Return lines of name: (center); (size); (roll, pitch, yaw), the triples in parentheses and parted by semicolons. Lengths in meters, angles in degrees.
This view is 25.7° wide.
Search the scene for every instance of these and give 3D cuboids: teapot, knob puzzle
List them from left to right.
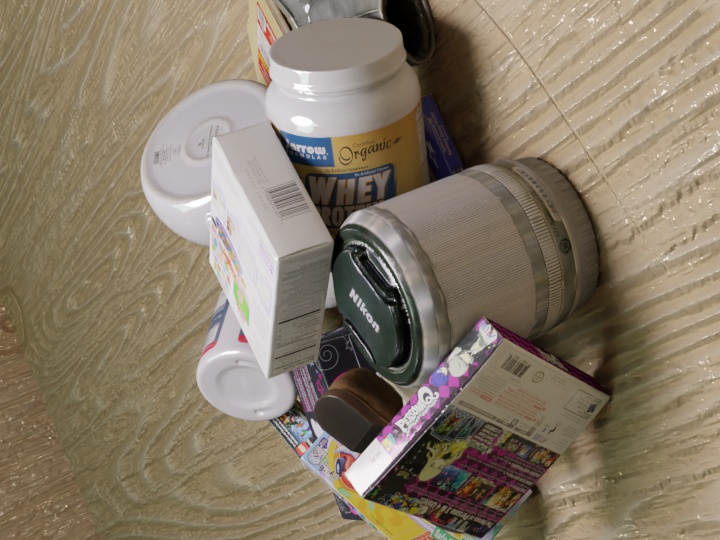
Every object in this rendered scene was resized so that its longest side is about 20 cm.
teapot: (-0.130, -0.094, 1.696); (0.197, 0.200, 0.146); (30, 163, 42)
knob puzzle: (-0.078, -0.206, 1.745); (0.220, 0.030, 0.222); (161, 90, -75)

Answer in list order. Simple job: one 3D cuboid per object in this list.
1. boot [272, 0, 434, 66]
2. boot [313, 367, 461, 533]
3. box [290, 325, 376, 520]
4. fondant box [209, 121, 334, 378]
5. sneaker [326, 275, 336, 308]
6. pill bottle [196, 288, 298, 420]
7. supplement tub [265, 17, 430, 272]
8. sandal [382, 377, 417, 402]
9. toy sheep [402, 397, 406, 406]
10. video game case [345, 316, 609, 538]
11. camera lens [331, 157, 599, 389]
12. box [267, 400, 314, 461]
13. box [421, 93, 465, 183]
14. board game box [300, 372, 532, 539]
boot: (-0.018, -0.270, 1.528); (0.183, 0.072, 0.200); (59, 164, -11)
boot: (0.050, 0.174, 1.563); (0.200, 0.075, 0.074); (44, 131, -1)
box: (0.019, 0.154, 1.713); (0.115, 0.131, 0.202); (-16, 94, 69)
fondant box: (-0.085, -0.016, 1.440); (0.145, 0.058, 0.201); (61, 158, 28)
sneaker: (-0.078, -0.040, 1.812); (0.201, 0.088, 0.076); (55, 154, 28)
pill bottle: (-0.112, 0.063, 1.833); (0.120, 0.118, 0.201); (96, -175, -45)
supplement tub: (-0.011, -0.115, 1.449); (0.144, 0.144, 0.202); (35, 141, 50)
sandal: (0.041, 0.072, 1.478); (0.054, 0.081, 0.200); (32, -177, -32)
toy sheep: (0.107, 0.126, 1.516); (0.199, 0.137, 0.139); (-1, 109, 46)
video game case: (0.106, 0.142, 1.364); (0.199, 0.182, 0.036); (27, -163, -50)
camera lens: (0.086, 0.000, 1.370); (0.160, 0.199, 0.161); (45, 147, 41)
box: (-0.047, 0.215, 1.894); (0.137, 0.038, 0.200); (46, 178, 42)
box: (0.051, -0.091, 1.566); (0.120, 0.041, 0.200); (66, 153, 6)
board game box: (0.056, 0.210, 1.603); (0.200, 0.135, 0.034); (40, 168, 11)
